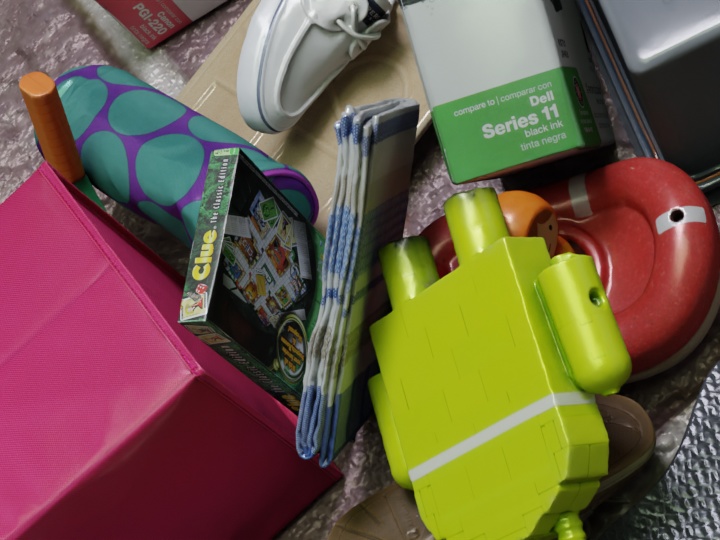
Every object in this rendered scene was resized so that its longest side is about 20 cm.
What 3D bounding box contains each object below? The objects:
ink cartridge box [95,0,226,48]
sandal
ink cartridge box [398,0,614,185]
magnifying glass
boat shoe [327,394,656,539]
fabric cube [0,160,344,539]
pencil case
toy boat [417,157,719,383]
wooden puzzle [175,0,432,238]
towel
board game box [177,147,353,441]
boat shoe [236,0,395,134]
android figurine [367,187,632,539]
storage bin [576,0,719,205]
[{"bbox_3d":[-0.114,-0.280,1.228,0.200,0.085,0.146,-31,57,12],"label":"ink cartridge box"},{"bbox_3d":[0.185,0.138,0.910,0.076,0.043,0.200,29,71,26],"label":"sandal"},{"bbox_3d":[0.078,-0.159,0.990,0.083,0.147,0.200,-16,91,17],"label":"ink cartridge box"},{"bbox_3d":[-0.186,-0.048,1.085,0.022,0.200,0.080,-38,55,-25],"label":"magnifying glass"},{"bbox_3d":[0.079,0.135,0.954,0.200,0.063,0.073,-25,43,9],"label":"boat shoe"},{"bbox_3d":[-0.171,0.096,1.005,0.199,0.196,0.200,-43,55,2],"label":"fabric cube"},{"bbox_3d":[-0.123,-0.064,1.082,0.085,0.092,0.200,-42,52,-21],"label":"pencil case"},{"bbox_3d":[0.105,-0.003,0.957,0.200,0.131,0.131,-16,61,19],"label":"toy boat"},{"bbox_3d":[-0.039,-0.100,1.131,0.185,0.046,0.200,34,89,34],"label":"wooden puzzle"},{"bbox_3d":[0.000,0.000,0.956,0.024,0.147,0.200,10,102,12],"label":"towel"},{"bbox_3d":[-0.043,0.020,0.977,0.023,0.200,0.105,-4,64,23],"label":"board game box"},{"bbox_3d":[-0.012,-0.176,1.074,0.065,0.074,0.200,20,81,37],"label":"boat shoe"},{"bbox_3d":[0.068,0.064,0.883,0.182,0.041,0.200,-37,63,44],"label":"android figurine"},{"bbox_3d":[0.198,-0.164,0.988,0.145,0.134,0.200,-25,59,14],"label":"storage bin"}]
